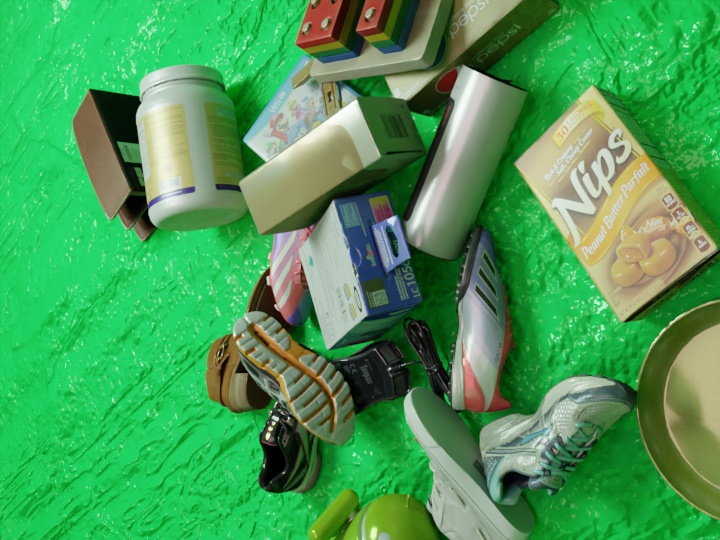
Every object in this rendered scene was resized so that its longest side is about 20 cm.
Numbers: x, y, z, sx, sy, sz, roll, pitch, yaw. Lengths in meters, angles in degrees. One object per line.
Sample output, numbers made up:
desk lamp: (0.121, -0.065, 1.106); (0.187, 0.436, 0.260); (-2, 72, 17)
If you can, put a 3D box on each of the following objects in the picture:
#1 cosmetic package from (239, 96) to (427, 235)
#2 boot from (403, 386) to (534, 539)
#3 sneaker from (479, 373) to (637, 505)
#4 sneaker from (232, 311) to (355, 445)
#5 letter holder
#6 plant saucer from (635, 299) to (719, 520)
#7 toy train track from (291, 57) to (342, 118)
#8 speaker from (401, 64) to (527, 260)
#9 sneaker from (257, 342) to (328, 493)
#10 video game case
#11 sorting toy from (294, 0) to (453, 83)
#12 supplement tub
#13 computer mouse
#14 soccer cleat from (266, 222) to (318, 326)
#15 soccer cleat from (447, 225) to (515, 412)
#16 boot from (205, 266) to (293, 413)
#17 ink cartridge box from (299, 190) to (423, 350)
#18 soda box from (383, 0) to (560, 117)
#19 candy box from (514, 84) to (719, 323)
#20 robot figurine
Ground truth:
cosmetic package: (-0.033, -0.116, 0.941); (0.198, 0.104, 0.072); (-29, 82, 37)
boot: (0.097, 0.235, 0.917); (0.201, 0.073, 0.096); (51, 123, 12)
sneaker: (0.200, 0.178, 0.826); (0.200, 0.076, 0.088); (-44, 29, 41)
sneaker: (-0.081, 0.138, 1.025); (0.200, 0.078, 0.078); (46, 151, 16)
letter holder: (-0.391, -0.162, 1.327); (0.142, 0.099, 0.203); (-42, 65, 34)
plant saucer: (0.350, 0.127, 0.745); (0.197, 0.031, 0.206); (1, 91, 40)
toy train track: (-0.033, -0.234, 1.026); (0.114, 0.032, 0.203); (-35, 42, 26)
speaker: (0.112, -0.119, 0.912); (0.081, 0.080, 0.204); (34, 112, 34)
sneaker: (-0.090, 0.200, 1.081); (0.079, 0.085, 0.206); (6, 94, 38)
video game case: (-0.052, -0.174, 1.062); (0.199, 0.018, 0.144); (41, 97, 32)
sorting toy: (0.019, -0.330, 0.938); (0.198, 0.069, 0.203); (6, 75, 49)
supplement tub: (-0.240, -0.170, 1.168); (0.143, 0.144, 0.205); (-16, 80, 38)
computer mouse: (0.040, 0.149, 1.005); (0.198, 0.046, 0.143); (-32, 83, 36)
soccer cleat: (-0.080, -0.031, 1.089); (0.075, 0.066, 0.206); (-7, 83, 35)
soccer cleat: (0.140, 0.054, 0.911); (0.071, 0.068, 0.206); (5, 85, 10)
boot: (-0.159, 0.097, 1.159); (0.154, 0.075, 0.206); (-8, 75, 58)
ink cartridge box: (0.000, 0.000, 0.956); (0.200, 0.075, 0.140); (132, 123, -66)
soda box: (0.117, -0.259, 0.915); (0.199, 0.067, 0.065); (-37, 67, 34)
candy box: (0.252, -0.065, 0.810); (0.115, 0.055, 0.203); (-44, 64, 31)
robot figurine: (0.021, 0.342, 0.968); (0.176, 0.115, 0.200); (47, 121, 5)
